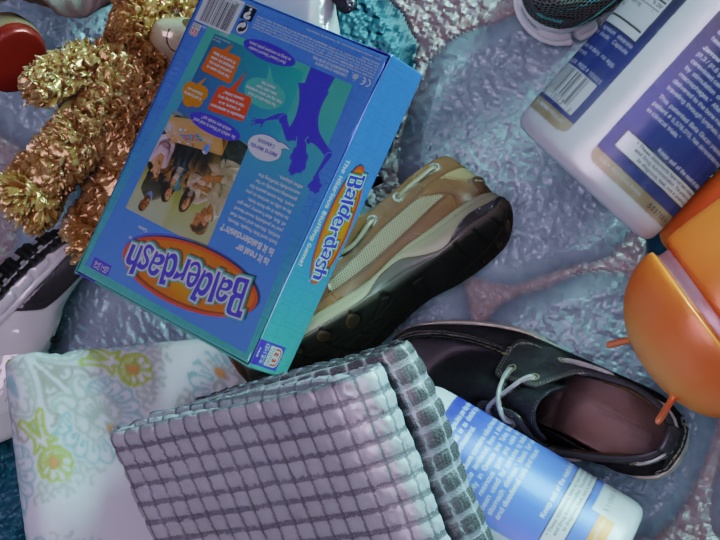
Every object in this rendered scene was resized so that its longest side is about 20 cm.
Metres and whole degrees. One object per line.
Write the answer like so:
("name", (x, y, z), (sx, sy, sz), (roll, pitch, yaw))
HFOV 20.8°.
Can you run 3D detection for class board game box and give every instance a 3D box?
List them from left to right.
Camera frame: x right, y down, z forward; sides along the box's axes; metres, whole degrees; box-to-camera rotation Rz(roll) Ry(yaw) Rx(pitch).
("board game box", (-0.070, -0.057, 1.188), (0.152, 0.045, 0.201), (26, 92, 32))

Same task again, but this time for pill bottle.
("pill bottle", (0.058, 0.139, 1.177), (0.199, 0.112, 0.112), (31, 94, 8))
("pill bottle", (0.200, -0.126, 1.180), (0.111, 0.111, 0.200), (44, 97, 12))

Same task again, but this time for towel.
("towel", (-0.112, 0.129, 1.213), (0.199, 0.048, 0.172), (-4, 70, -22))
("towel", (-0.026, 0.136, 1.103), (0.199, 0.085, 0.166), (-16, 100, 38))

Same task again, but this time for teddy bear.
("teddy bear", (-0.153, -0.098, 1.257), (0.200, 0.067, 0.145), (-45, 104, -11))

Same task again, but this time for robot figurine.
("robot figurine", (0.239, 0.007, 1.163), (0.200, 0.117, 0.144), (-37, 82, 8))

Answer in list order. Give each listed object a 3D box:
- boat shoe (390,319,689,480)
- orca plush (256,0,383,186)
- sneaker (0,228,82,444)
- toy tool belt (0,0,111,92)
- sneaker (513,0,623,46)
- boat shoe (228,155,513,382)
("boat shoe", (0.105, 0.075, 1.215), (0.199, 0.068, 0.072), (18, 90, 16))
("orca plush", (-0.025, -0.135, 1.249), (0.105, 0.071, 0.201), (-34, 64, 19))
("sneaker", (-0.236, 0.059, 1.302), (0.080, 0.074, 0.200), (40, 91, -17))
("toy tool belt", (-0.208, -0.222, 1.291), (0.123, 0.125, 0.201), (36, 93, 44))
("sneaker", (0.176, -0.215, 1.200), (0.200, 0.091, 0.078), (-42, 80, 8))
("boat shoe", (0.000, 0.000, 1.232), (0.199, 0.076, 0.074), (-33, 66, -12))
